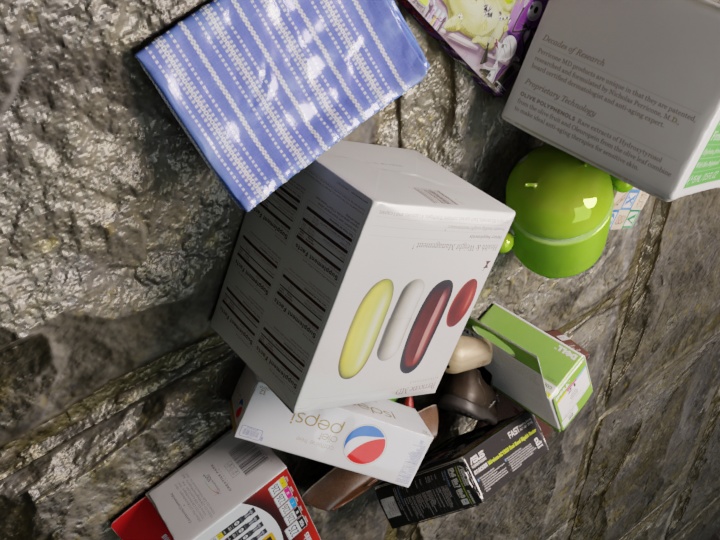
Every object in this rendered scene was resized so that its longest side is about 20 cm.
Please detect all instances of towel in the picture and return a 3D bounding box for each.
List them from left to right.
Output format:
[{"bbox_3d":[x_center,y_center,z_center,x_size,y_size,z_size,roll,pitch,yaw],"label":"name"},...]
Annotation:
[{"bbox_3d":[-0.050,-0.158,0.636,0.200,0.024,0.145,-39,114,-15],"label":"towel"}]

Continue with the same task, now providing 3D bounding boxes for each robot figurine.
[{"bbox_3d":[0.224,-0.065,0.938,0.175,0.116,0.200,-25,154,1],"label":"robot figurine"}]

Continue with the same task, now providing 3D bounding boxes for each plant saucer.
[{"bbox_3d":[0.019,0.233,1.000,0.200,0.035,0.200,-32,163,-11],"label":"plant saucer"}]

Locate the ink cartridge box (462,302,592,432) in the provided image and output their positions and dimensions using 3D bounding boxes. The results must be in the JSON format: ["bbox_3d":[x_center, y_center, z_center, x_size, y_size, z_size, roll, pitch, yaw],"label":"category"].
[{"bbox_3d":[0.202,0.098,1.039,0.076,0.148,0.200,-46,143,-14],"label":"ink cartridge box"}]

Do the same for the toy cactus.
[{"bbox_3d":[0.077,0.101,0.944,0.164,0.102,0.201,-2,125,-21],"label":"toy cactus"}]

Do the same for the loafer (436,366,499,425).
[{"bbox_3d":[0.151,0.156,1.076,0.200,0.073,0.072,42,67,-74],"label":"loafer"}]

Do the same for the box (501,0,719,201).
[{"bbox_3d":[0.292,-0.192,0.829,0.199,0.200,0.172,-14,130,-52],"label":"box"}]

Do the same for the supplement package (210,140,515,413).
[{"bbox_3d":[0.000,0.000,0.761,0.191,0.147,0.201,-1,120,-44],"label":"supplement package"}]

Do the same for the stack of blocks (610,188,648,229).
[{"bbox_3d":[0.355,-0.154,1.058,0.115,0.059,0.201,-4,123,-44],"label":"stack of blocks"}]

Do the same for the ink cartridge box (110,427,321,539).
[{"bbox_3d":[-0.149,0.290,0.905,0.175,0.084,0.200,-35,141,-18],"label":"ink cartridge box"}]

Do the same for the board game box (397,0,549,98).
[{"bbox_3d":[0.114,-0.255,0.763,0.200,0.032,0.120,26,97,-51],"label":"board game box"}]

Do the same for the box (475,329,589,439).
[{"bbox_3d":[0.250,0.192,1.232,0.100,0.075,0.201,-6,123,-42],"label":"box"}]

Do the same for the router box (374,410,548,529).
[{"bbox_3d":[0.136,0.259,1.085,0.150,0.062,0.200,-30,171,36],"label":"router box"}]

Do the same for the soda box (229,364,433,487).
[{"bbox_3d":[-0.031,0.155,0.849,0.199,0.068,0.064,22,102,-19],"label":"soda box"}]
